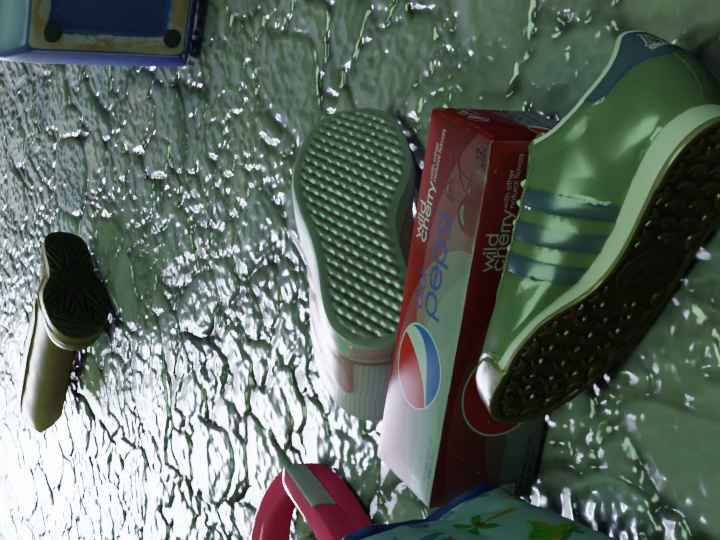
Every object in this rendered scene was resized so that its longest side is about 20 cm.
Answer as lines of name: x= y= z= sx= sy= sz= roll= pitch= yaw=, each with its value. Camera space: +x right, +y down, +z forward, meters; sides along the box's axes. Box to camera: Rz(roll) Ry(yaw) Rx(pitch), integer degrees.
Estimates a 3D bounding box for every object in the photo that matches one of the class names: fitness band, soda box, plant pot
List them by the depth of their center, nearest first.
soda box: x=0.064 y=0.020 z=0.786 sx=0.063 sy=0.069 sz=0.202 roll=37 pitch=123 yaw=56
fitness band: x=-0.027 y=0.217 z=1.012 sx=0.200 sy=0.037 sz=0.145 roll=-130 pitch=44 yaw=-53
plant pot: x=-0.237 y=-0.274 z=1.250 sx=0.180 sy=0.198 sz=0.202 roll=37 pitch=122 yaw=51

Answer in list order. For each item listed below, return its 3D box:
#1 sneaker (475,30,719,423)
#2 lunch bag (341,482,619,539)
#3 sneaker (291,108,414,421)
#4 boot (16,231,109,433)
sneaker: x=0.106 y=-0.024 z=0.709 sx=0.201 sy=0.067 sz=0.090 roll=-59 pitch=41 yaw=36
lunch bag: x=0.078 y=0.226 z=0.718 sx=0.170 sy=0.126 sz=0.202 roll=17 pitch=119 yaw=59
sneaker: x=0.000 y=0.000 z=0.907 sx=0.105 sy=0.074 sz=0.202 roll=87 pitch=178 yaw=-49
boot: x=-0.310 y=0.087 z=1.543 sx=0.176 sy=0.065 sz=0.201 roll=-106 pitch=29 yaw=-53
